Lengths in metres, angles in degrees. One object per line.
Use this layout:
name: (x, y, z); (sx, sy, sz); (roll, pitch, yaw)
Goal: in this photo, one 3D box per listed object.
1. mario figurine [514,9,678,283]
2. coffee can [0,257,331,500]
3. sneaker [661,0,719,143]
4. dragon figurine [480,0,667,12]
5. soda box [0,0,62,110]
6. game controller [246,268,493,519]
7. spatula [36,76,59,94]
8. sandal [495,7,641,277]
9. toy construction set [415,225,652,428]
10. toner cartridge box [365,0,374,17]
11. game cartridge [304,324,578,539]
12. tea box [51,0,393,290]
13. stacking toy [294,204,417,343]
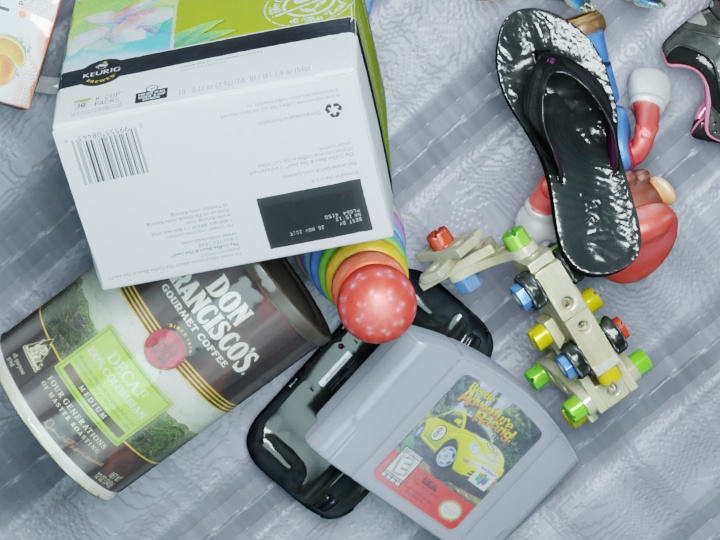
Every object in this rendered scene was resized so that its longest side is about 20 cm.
mario figurine: (0.170, -0.086, 1.555); (0.123, 0.106, 0.200); (-15, 98, 36)
coffee can: (-0.143, 0.049, 1.508); (0.200, 0.146, 0.146); (-37, 106, 5)
sneaker: (0.295, -0.113, 1.554); (0.095, 0.079, 0.200); (-34, 99, 11)
dragon figurine: (0.171, -0.239, 1.506); (0.200, 0.059, 0.099); (-2, 106, -6)
soda box: (-0.234, -0.215, 1.455); (0.068, 0.064, 0.200); (16, 95, -11)
game controller: (0.006, 0.095, 1.599); (0.104, 0.042, 0.200); (42, 97, -1)
spatula: (-0.221, -0.133, 1.513); (0.200, 0.021, 0.057); (4, 102, -8)
sandal: (0.152, -0.096, 1.468); (0.075, 0.048, 0.201); (-17, 80, -8)
toy construction set: (0.135, 0.032, 1.543); (0.200, 0.131, 0.092); (42, 87, -15)
toner cartridge box: (-0.084, -0.227, 1.490); (0.200, 0.043, 0.095); (14, 103, -10)
game cartridge: (0.069, 0.128, 1.583); (0.200, 0.041, 0.133); (37, 96, -32)
tea box: (-0.088, -0.109, 1.410); (0.200, 0.197, 0.134); (-11, 124, 5)
stacking toy: (0.000, 0.000, 1.481); (0.085, 0.200, 0.085); (-2, 105, -6)
